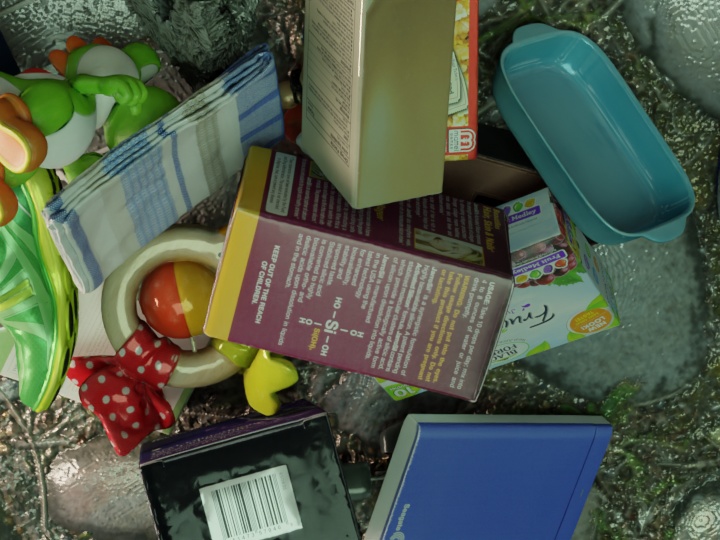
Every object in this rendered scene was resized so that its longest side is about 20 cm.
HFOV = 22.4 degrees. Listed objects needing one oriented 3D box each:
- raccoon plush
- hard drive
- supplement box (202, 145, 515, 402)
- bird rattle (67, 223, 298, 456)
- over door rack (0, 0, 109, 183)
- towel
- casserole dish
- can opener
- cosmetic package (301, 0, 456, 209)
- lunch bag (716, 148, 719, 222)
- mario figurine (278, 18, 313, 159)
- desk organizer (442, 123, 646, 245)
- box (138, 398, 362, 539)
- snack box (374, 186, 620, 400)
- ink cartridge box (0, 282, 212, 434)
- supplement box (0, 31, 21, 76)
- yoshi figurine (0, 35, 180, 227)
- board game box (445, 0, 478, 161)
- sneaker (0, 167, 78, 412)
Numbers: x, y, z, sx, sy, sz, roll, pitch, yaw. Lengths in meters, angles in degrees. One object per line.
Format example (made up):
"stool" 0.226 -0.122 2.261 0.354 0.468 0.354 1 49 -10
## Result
"raccoon plush" -0.094 -0.203 1.337 0.134 0.097 0.200 -43 150 -26
"hard drive" 0.109 0.182 1.532 0.200 0.025 0.132 3 116 -32
"supplement box" 0.000 0.000 1.289 0.199 0.131 0.103 14 112 -4
"bird rattle" -0.137 0.044 1.409 0.199 0.113 0.164 -9 103 12
"over door rack" -0.218 -0.142 1.360 0.200 0.067 0.148 -26 116 6
"towel" -0.134 -0.068 1.287 0.200 0.147 0.024 -38 72 -14
"casserole dish" 0.171 -0.098 1.378 0.200 0.121 0.039 58 137 12
"can opener" -0.008 0.168 1.545 0.199 0.053 0.067 -10 81 -4
"cosmetic package" 0.011 -0.155 1.225 0.071 0.105 0.200 -11 126 -21
"lunch bag" 0.346 -0.064 1.406 0.123 0.170 0.200 14 111 -7
"mario figurine" -0.033 -0.161 1.342 0.106 0.123 0.200 25 139 22
"desk organizer" 0.114 -0.062 1.434 0.199 0.072 0.077 14 115 -12
"box" -0.090 0.171 1.409 0.148 0.200 0.105 -15 91 -8
"snack box" 0.086 0.022 1.430 0.200 0.053 0.142 -20 143 17
"ink cartridge box" -0.213 0.034 1.449 0.200 0.048 0.146 22 111 -18
"supplement box" -0.370 -0.140 1.270 0.199 0.134 0.200 -10 118 25
"yoshi figurine" -0.186 -0.095 1.258 0.112 0.200 0.112 4 117 28
"board game box" 0.052 -0.199 1.318 0.046 0.152 0.201 -4 116 -5
"sneaker" -0.257 0.008 1.363 0.083 0.074 0.201 -4 106 1
